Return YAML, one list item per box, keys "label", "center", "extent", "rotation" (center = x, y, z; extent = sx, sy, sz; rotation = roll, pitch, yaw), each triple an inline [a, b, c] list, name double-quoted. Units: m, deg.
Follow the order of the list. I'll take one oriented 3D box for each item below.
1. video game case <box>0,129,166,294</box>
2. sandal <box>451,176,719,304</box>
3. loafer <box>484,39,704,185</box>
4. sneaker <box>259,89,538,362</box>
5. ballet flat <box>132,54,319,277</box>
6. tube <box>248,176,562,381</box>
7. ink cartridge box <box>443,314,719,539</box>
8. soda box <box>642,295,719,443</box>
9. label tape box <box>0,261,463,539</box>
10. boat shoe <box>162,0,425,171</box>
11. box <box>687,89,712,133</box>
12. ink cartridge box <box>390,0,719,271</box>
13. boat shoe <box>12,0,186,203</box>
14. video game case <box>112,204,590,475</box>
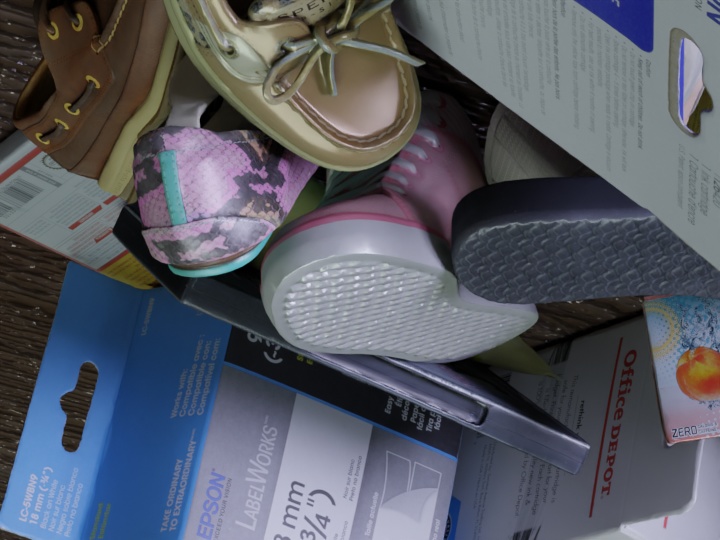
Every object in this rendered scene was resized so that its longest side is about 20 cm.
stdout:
- label: "video game case"
  center: [-0.075, -0.019, 1.223]
  extent: [0.199, 0.018, 0.143]
  rotation: [27, 149, -24]
- label: "sandal"
  center: [0.134, -0.022, 0.985]
  extent: [0.199, 0.043, 0.076]
  rotation: [2, 145, 1]
- label: "loafer"
  center: [0.105, -0.071, 1.009]
  extent: [0.072, 0.063, 0.200]
  rotation: [47, 155, 9]
- label: "sneaker"
  center: [0.005, -0.025, 1.056]
  extent: [0.075, 0.105, 0.200]
  rotation: [-23, 164, 20]
- label: "ballet flat"
  center: [-0.041, -0.064, 1.006]
  extent: [0.069, 0.200, 0.072]
  rotation: [-4, 111, 17]
- label: "tube"
  center: [0.000, 0.000, 1.158]
  extent: [0.200, 0.058, 0.052]
  rotation: [31, 125, -30]
- label: "ink cartridge box"
  center: [0.116, 0.095, 1.246]
  extent: [0.068, 0.117, 0.200]
  rotation: [29, 149, -30]
- label: "soda box"
  center: [0.220, 0.024, 1.063]
  extent: [0.199, 0.064, 0.068]
  rotation: [-9, 176, 12]
- label: "label tape box"
  center: [-0.054, 0.085, 1.231]
  extent: [0.199, 0.145, 0.063]
  rotation: [24, 150, -21]
- label: "boat shoe"
  center: [-0.037, -0.115, 0.905]
  extent: [0.200, 0.073, 0.063]
  rotation: [54, 164, -23]
- label: "box"
  center: [0.204, -0.058, 0.999]
  extent: [0.075, 0.050, 0.200]
  rotation: [30, 148, -29]
- label: "ink cartridge box"
  center: [0.065, -0.112, 0.870]
  extent: [0.200, 0.047, 0.198]
  rotation: [36, 159, 23]
- label: "boat shoe"
  center: [-0.098, -0.096, 1.034]
  extent: [0.067, 0.072, 0.200]
  rotation: [20, 149, -6]
- label: "video game case"
  center: [-0.007, 0.030, 1.167]
  extent: [0.199, 0.019, 0.143]
  rotation: [24, -175, -21]
